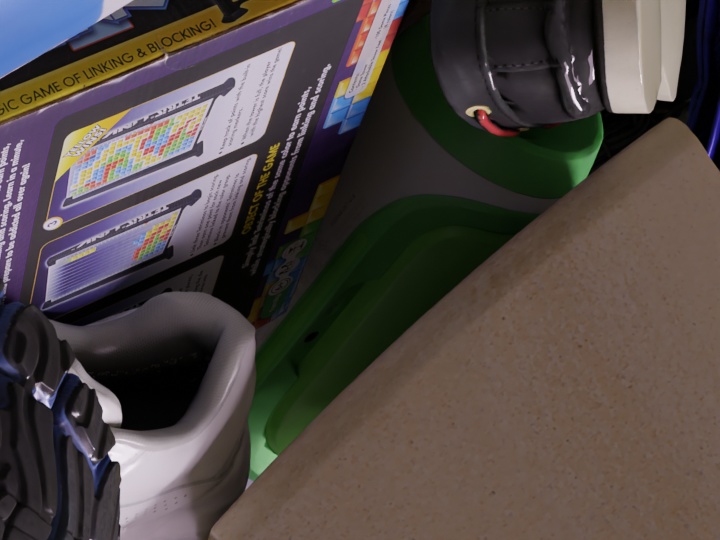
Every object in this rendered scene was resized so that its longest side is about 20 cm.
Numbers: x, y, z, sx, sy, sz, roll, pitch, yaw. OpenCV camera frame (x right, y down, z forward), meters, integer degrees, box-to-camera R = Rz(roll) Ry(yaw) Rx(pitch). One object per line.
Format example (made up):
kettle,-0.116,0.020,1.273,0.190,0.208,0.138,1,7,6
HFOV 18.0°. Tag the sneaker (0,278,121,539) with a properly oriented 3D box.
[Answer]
sneaker,-0.146,0.028,0.554,0.200,0.076,0.078,31,138,-23

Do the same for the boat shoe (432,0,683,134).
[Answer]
boat shoe,0.068,-0.085,0.708,0.063,0.074,0.201,-2,-170,15

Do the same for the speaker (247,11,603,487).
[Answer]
speaker,0.000,0.000,0.813,0.088,0.089,0.200,-13,150,-49

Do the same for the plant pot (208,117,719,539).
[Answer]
plant pot,0.058,0.104,0.709,0.177,0.200,0.200,-29,170,-14

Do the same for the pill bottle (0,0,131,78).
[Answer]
pill bottle,-0.100,-0.080,0.414,0.200,0.112,0.112,-33,161,-13

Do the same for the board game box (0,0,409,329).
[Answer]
board game box,-0.081,-0.025,0.658,0.165,0.057,0.200,-24,158,-28

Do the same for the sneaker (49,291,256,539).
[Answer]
sneaker,-0.109,0.058,0.631,0.200,0.078,0.100,-33,156,-36

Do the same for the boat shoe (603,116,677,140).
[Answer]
boat shoe,0.174,-0.078,0.957,0.201,0.074,0.063,-28,159,-38

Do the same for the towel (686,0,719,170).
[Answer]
towel,0.184,-0.050,0.873,0.200,0.049,0.148,-9,118,-51

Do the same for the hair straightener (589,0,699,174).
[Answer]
hair straightener,0.102,-0.067,0.873,0.199,0.041,0.077,-26,-158,-14
